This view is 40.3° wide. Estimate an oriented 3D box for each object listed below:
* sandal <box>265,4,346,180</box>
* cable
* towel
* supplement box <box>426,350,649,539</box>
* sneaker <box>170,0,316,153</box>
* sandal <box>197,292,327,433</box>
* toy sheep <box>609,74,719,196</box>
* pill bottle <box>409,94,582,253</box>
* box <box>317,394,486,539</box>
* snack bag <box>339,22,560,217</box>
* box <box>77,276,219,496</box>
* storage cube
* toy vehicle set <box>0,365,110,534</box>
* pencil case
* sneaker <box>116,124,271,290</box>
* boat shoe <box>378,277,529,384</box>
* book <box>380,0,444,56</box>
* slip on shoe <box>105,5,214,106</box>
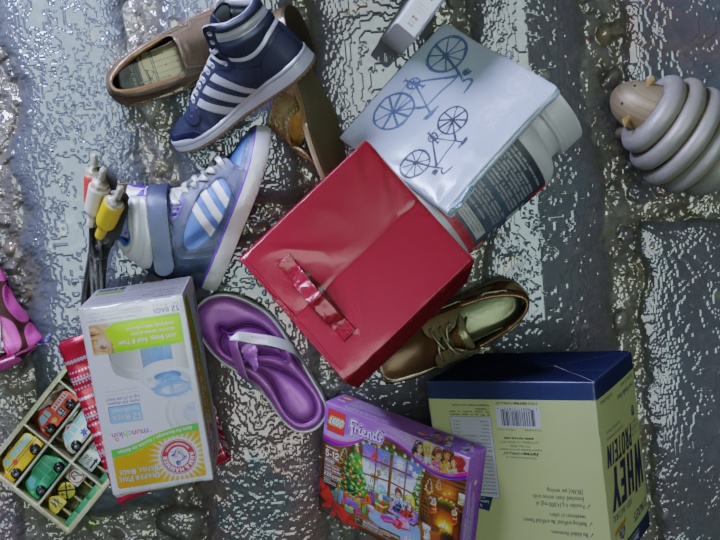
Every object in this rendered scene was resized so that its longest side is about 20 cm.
[{"bbox_3d":[-0.077,-0.186,1.113,0.069,0.077,0.215,-16,90,28],"label":"sandal"},{"bbox_3d":[-0.298,-0.033,1.081,0.050,0.097,0.202,0,125,-40],"label":"cable"},{"bbox_3d":[-0.243,0.148,1.110,0.142,0.022,0.203,-19,97,-3],"label":"towel"},{"bbox_3d":[0.197,0.204,1.083,0.197,0.134,0.204,-4,97,33],"label":"supplement box"},{"bbox_3d":[-0.154,-0.214,1.050,0.198,0.071,0.109,-29,122,27],"label":"sneaker"},{"bbox_3d":[-0.109,0.104,1.132,0.082,0.050,0.203,-45,97,0],"label":"sandal"},{"bbox_3d":[0.368,-0.149,1.114,0.198,0.138,0.139,29,92,-7],"label":"toy sheep"},{"bbox_3d":[0.147,-0.119,1.102,0.199,0.120,0.120,-41,97,0],"label":"pill bottle"},{"bbox_3d":[0.041,0.235,1.092,0.198,0.039,0.139,15,107,36],"label":"box"},{"bbox_3d":[0.098,-0.170,1.071,0.189,0.199,0.021,-48,141,-5],"label":"snack bag"},{"bbox_3d":[-0.219,0.120,1.042,0.110,0.101,0.204,-8,101,-3],"label":"box"},{"bbox_3d":[0.000,0.000,1.053,0.179,0.200,0.171,-42,82,-2],"label":"storage cube"},{"bbox_3d":[-0.320,0.185,1.130,0.124,0.027,0.201,39,91,-8],"label":"toy vehicle set"},{"bbox_3d":[-0.425,0.013,1.072,0.090,0.094,0.202,-29,96,-2],"label":"pencil case"},{"bbox_3d":[-0.194,-0.088,1.091,0.144,0.081,0.203,21,98,-11],"label":"sneaker"},{"bbox_3d":[0.107,0.068,1.137,0.198,0.074,0.076,-30,97,-2],"label":"boat shoe"},{"bbox_3d":[0.098,-0.335,1.071,0.048,0.134,0.201,36,91,-8],"label":"book"},{"bbox_3d":[-0.192,-0.242,1.088,0.197,0.061,0.077,-22,97,-3],"label":"slip on shoe"}]
